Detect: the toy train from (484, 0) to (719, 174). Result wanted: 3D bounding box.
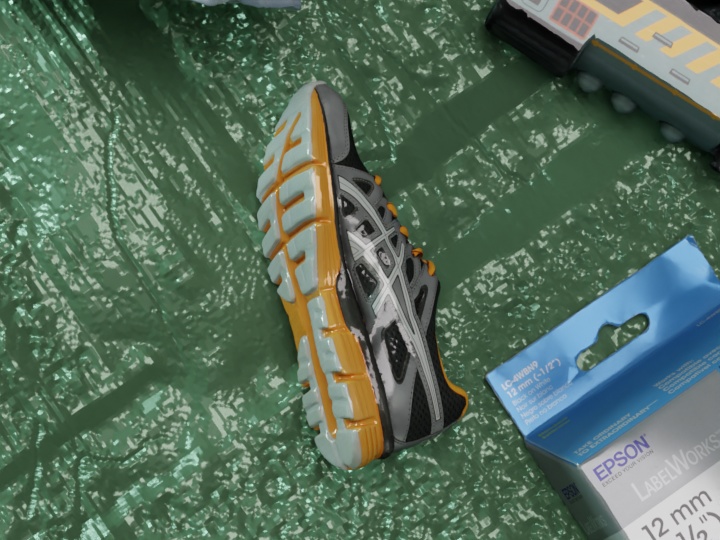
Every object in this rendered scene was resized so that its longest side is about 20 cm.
[{"bbox_3d":[0.162,-0.136,1.230,0.199,0.085,0.114,32,88,-2],"label":"toy train"}]

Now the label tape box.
[{"bbox_3d":[0.180,0.095,1.186,0.143,0.066,0.201,-33,85,-13],"label":"label tape box"}]

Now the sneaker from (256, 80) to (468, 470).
[{"bbox_3d":[0.000,0.000,1.184,0.077,0.078,0.202,-8,82,-23],"label":"sneaker"}]

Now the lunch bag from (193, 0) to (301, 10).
[{"bbox_3d":[-0.123,-0.228,1.163,0.199,0.127,0.171,10,98,22],"label":"lunch bag"}]
